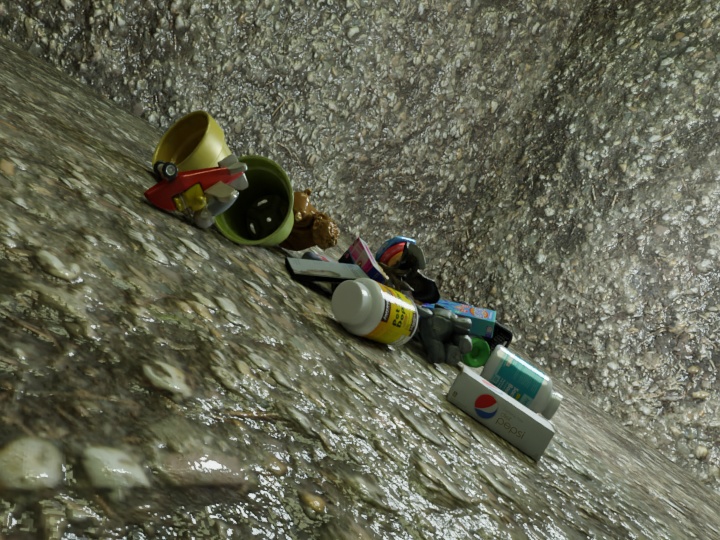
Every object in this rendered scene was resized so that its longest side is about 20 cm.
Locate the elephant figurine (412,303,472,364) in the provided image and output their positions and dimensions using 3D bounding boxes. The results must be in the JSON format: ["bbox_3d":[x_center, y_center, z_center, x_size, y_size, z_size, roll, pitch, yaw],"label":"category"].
[{"bbox_3d":[0.187,0.159,1.361,0.136,0.162,0.200,-4,-1,-7],"label":"elephant figurine"}]

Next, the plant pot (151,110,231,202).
[{"bbox_3d":[-0.418,-0.282,1.475,0.199,0.202,0.189,35,-8,42],"label":"plant pot"}]

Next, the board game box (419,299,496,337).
[{"bbox_3d":[0.266,0.124,1.495,0.193,0.047,0.152,12,9,14],"label":"board game box"}]

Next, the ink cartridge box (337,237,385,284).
[{"bbox_3d":[0.000,0.000,1.496,0.037,0.095,0.202,33,18,-35],"label":"ink cartridge box"}]

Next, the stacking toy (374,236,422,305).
[{"bbox_3d":[0.131,0.013,1.573,0.108,0.116,0.204,7,48,-45],"label":"stacking toy"}]

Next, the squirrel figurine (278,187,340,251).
[{"bbox_3d":[-0.138,-0.139,1.498,0.194,0.145,0.188,23,-24,6],"label":"squirrel figurine"}]

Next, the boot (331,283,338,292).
[{"bbox_3d":[0.036,0.080,1.336,0.198,0.076,0.153,21,7,-25],"label":"boot"}]

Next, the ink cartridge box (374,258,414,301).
[{"bbox_3d":[0.123,0.064,1.705,0.198,0.047,0.163,34,-28,42],"label":"ink cartridge box"}]

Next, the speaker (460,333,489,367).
[{"bbox_3d":[0.269,0.194,1.507,0.087,0.091,0.199,28,1,-22],"label":"speaker"}]

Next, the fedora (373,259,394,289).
[{"bbox_3d":[0.040,0.037,1.602,0.201,0.082,0.201,47,-5,5],"label":"fedora"}]

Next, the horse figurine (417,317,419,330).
[{"bbox_3d":[0.157,0.147,1.530,0.133,0.050,0.199,47,8,31],"label":"horse figurine"}]

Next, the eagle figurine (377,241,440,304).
[{"bbox_3d":[0.117,0.009,1.352,0.147,0.158,0.198,10,7,30],"label":"eagle figurine"}]

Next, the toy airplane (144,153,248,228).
[{"bbox_3d":[-0.322,-0.162,1.152,0.191,0.147,0.201,-1,17,9],"label":"toy airplane"}]

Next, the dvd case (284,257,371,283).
[{"bbox_3d":[-0.077,0.003,1.322,0.193,0.018,0.143,6,14,-17],"label":"dvd case"}]

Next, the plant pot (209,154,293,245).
[{"bbox_3d":[-0.237,-0.144,1.322,0.197,0.204,0.184,31,-5,9],"label":"plant pot"}]

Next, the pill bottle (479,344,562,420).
[{"bbox_3d":[0.402,0.286,1.385,0.197,0.113,0.110,32,6,16],"label":"pill bottle"}]

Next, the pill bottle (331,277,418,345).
[{"bbox_3d":[0.028,0.082,1.107,0.108,0.112,0.198,34,7,37],"label":"pill bottle"}]

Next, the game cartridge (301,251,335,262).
[{"bbox_3d":[-0.082,0.001,1.601,0.132,0.041,0.199,38,7,16],"label":"game cartridge"}]

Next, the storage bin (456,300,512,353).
[{"bbox_3d":[0.372,0.206,1.770,0.196,0.138,0.094,29,6,-23],"label":"storage bin"}]

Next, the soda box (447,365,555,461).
[{"bbox_3d":[0.261,0.265,1.040,0.196,0.065,0.068,32,6,10],"label":"soda box"}]
